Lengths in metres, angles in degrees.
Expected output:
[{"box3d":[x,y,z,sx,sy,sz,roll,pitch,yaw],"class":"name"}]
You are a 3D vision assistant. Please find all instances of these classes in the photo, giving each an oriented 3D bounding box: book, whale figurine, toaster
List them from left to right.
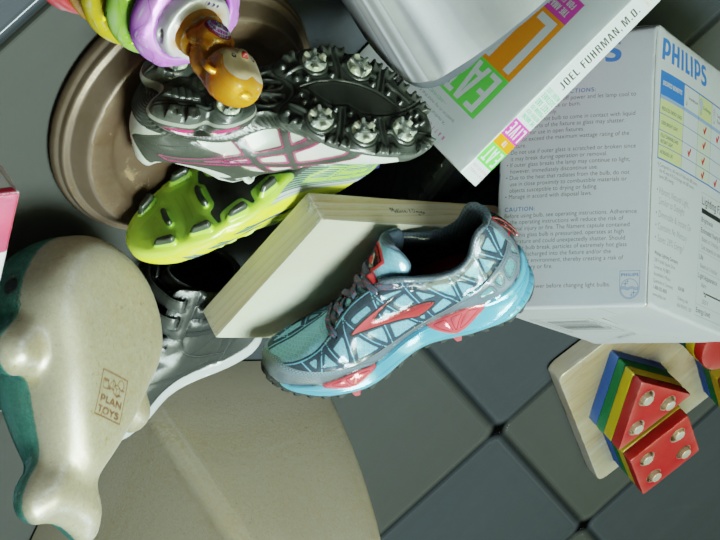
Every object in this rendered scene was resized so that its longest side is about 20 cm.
[{"box3d":[-0.204,0.077,1.412,0.103,0.201,0.159,-6,159,29],"class":"whale figurine"},{"box3d":[0.050,-0.215,1.397,0.200,0.114,0.129,-38,140,1],"class":"toaster"},{"box3d":[0.109,-0.170,1.476,0.200,0.134,0.048,-46,143,5],"class":"book"}]

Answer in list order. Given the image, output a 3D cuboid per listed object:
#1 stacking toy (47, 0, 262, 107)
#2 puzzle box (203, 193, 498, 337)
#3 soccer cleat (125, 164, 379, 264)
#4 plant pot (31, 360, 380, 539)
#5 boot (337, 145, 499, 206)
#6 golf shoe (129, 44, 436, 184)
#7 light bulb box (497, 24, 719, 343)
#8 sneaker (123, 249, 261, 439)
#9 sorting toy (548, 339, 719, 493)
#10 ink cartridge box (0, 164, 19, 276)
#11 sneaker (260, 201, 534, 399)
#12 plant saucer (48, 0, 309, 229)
[{"box3d":[-0.113,-0.158,1.228,0.116,0.200,0.110,17,115,-48],"class":"stacking toy"},{"box3d":[0.000,0.000,1.517,0.199,0.025,0.133,3,140,-47],"class":"puzzle box"},{"box3d":[-0.065,-0.050,1.451,0.200,0.065,0.084,-31,147,-15],"class":"soccer cleat"},{"box3d":[-0.103,0.201,1.623,0.199,0.177,0.200,3,125,-43],"class":"plant pot"},{"box3d":[0.068,-0.046,1.612,0.200,0.076,0.168,-46,140,-5],"class":"boot"},{"box3d":[-0.052,-0.098,1.386,0.199,0.078,0.088,7,148,-16],"class":"golf shoe"},{"box3d":[0.195,-0.057,1.576,0.198,0.124,0.201,19,72,-60],"class":"light bulb box"},{"box3d":[-0.159,0.050,1.513,0.200,0.071,0.099,-31,141,-25],"class":"sneaker"},{"box3d":[0.289,0.099,1.969,0.200,0.070,0.199,-36,143,-7],"class":"sorting toy"},{"box3d":[-0.308,0.017,1.325,0.144,0.084,0.201,-10,133,-35],"class":"ink cartridge box"},{"box3d":[0.016,0.012,1.467,0.199,0.079,0.096,-26,131,-2],"class":"sneaker"},{"box3d":[-0.114,-0.104,1.429,0.199,0.029,0.201,-24,139,-22],"class":"plant saucer"}]
